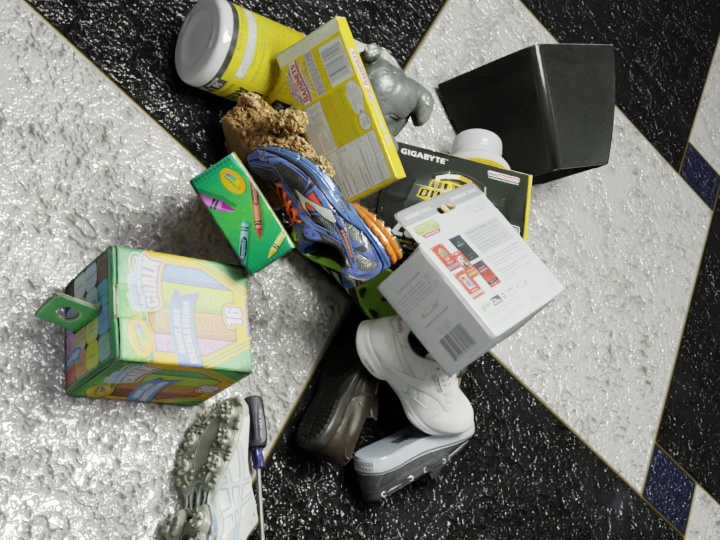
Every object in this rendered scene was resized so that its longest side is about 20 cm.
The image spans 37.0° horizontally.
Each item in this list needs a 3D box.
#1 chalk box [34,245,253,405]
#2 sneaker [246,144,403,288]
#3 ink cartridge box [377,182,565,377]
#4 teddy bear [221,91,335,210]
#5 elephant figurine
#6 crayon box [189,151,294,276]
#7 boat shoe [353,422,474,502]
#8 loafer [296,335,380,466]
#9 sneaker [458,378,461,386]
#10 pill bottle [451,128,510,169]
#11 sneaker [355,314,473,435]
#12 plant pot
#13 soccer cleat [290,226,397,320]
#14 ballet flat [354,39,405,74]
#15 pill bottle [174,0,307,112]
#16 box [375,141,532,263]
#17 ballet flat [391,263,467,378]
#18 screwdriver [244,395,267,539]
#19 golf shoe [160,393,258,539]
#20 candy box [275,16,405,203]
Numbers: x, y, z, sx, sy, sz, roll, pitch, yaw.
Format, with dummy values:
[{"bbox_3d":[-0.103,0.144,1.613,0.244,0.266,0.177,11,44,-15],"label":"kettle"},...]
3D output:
[{"bbox_3d":[-0.228,0.058,1.103,0.199,0.124,0.124,9,64,-36],"label":"chalk box"},{"bbox_3d":[-0.050,-0.059,1.145,0.200,0.075,0.078,40,79,13],"label":"sneaker"},{"bbox_3d":[0.118,0.003,1.245,0.176,0.084,0.200,51,34,11],"label":"ink cartridge box"},{"bbox_3d":[-0.088,-0.132,1.277,0.067,0.200,0.146,-27,123,-25],"label":"teddy bear"},{"bbox_3d":[-0.005,-0.155,1.327,0.155,0.141,0.201,31,87,-26],"label":"elephant figurine"},{"bbox_3d":[-0.127,-0.060,1.203,0.058,0.200,0.119,-33,93,-2],"label":"crayon box"},{"bbox_3d":[0.070,0.232,1.313,0.200,0.070,0.067,-14,101,-49],"label":"boat shoe"},{"bbox_3d":[-0.012,0.152,1.284,0.071,0.073,0.200,53,46,-24],"label":"loafer"},{"bbox_3d":[0.098,0.082,1.402,0.075,0.070,0.201,25,54,-22],"label":"sneaker"},{"bbox_3d":[0.161,-0.098,1.518,0.104,0.104,0.201,25,56,-29],"label":"pill bottle"},{"bbox_3d":[0.082,0.125,1.261,0.200,0.099,0.075,46,41,-29],"label":"sneaker"},{"bbox_3d":[0.266,-0.225,1.618,0.199,0.199,0.178,-9,86,-42],"label":"plant pot"},{"bbox_3d":[0.000,0.000,1.333,0.200,0.068,0.081,41,13,3],"label":"soccer cleat"},{"bbox_3d":[0.005,-0.290,1.508,0.199,0.064,0.068,9,64,-38],"label":"ballet flat"},{"bbox_3d":[-0.122,-0.258,1.350,0.199,0.111,0.112,14,61,-39],"label":"pill bottle"},{"bbox_3d":[0.118,-0.074,1.407,0.199,0.049,0.160,14,61,-5],"label":"box"},{"bbox_3d":[0.080,0.050,1.358,0.068,0.068,0.200,-25,60,-37],"label":"ballet flat"},{"bbox_3d":[-0.110,0.236,1.184,0.029,0.028,0.201,30,48,-63],"label":"screwdriver"},{"bbox_3d":[-0.146,0.234,1.136,0.097,0.078,0.201,40,53,-41],"label":"golf shoe"},{"bbox_3d":[-0.025,-0.181,1.251,0.026,0.102,0.201,-14,82,-51],"label":"candy box"}]
